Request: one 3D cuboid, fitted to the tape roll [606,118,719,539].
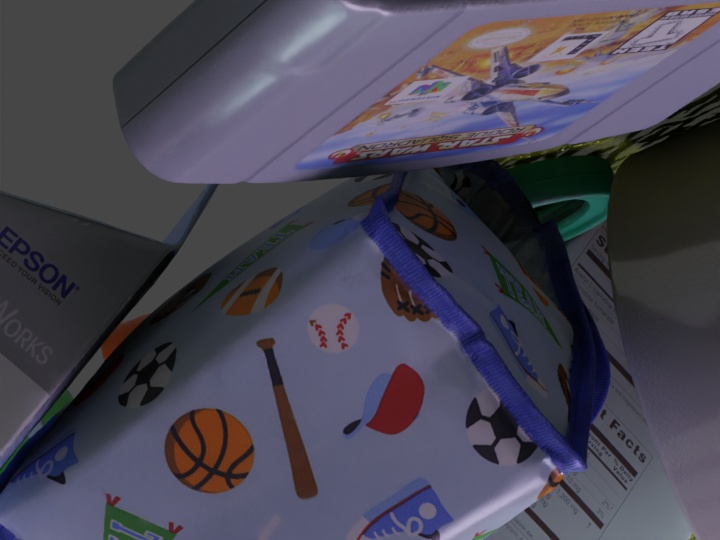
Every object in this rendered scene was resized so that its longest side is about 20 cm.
[{"bbox_3d":[0.192,0.027,1.038,0.139,0.203,0.203,-23,166,22],"label":"tape roll"}]

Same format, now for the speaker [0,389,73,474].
[{"bbox_3d":[-0.200,0.105,1.127,0.199,0.089,0.088,-14,167,-11],"label":"speaker"}]

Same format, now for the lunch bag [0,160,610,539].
[{"bbox_3d":[-0.013,0.045,0.955,0.170,0.124,0.200,-35,-170,12],"label":"lunch bag"}]

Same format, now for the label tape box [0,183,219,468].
[{"bbox_3d":[-0.135,0.039,0.927,0.200,0.066,0.143,-54,-175,-28],"label":"label tape box"}]

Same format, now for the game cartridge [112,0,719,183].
[{"bbox_3d":[0.038,-0.066,0.826,0.200,0.042,0.133,-8,160,-33],"label":"game cartridge"}]

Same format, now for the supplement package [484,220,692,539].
[{"bbox_3d":[0.048,0.091,1.113,0.114,0.110,0.200,-28,-162,52],"label":"supplement package"}]

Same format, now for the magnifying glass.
[{"bbox_3d":[0.000,0.000,1.084,0.199,0.022,0.080,-18,167,7],"label":"magnifying glass"}]
